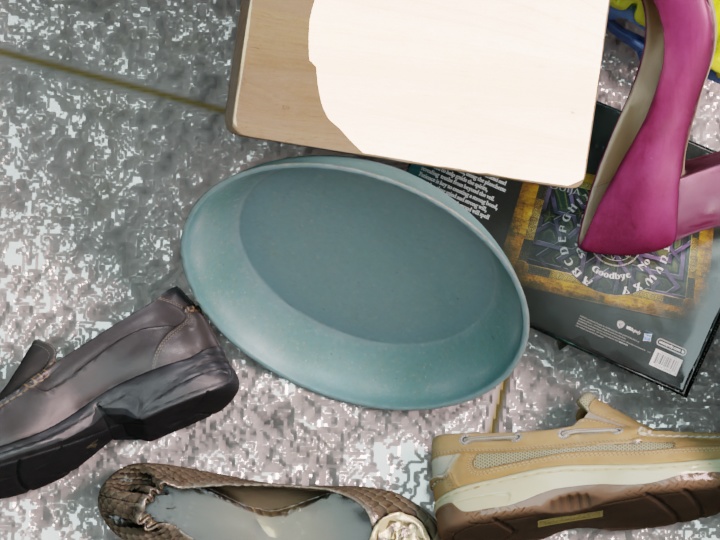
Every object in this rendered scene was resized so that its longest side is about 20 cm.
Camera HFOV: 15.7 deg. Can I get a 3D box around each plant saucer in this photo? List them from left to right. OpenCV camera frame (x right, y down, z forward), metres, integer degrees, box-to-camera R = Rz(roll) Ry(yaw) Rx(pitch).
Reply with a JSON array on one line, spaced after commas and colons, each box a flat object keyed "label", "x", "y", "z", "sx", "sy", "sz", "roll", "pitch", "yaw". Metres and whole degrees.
[{"label": "plant saucer", "x": 0.000, "y": 0.000, "z": 1.443, "sx": 0.199, "sy": 0.200, "sz": 0.036, "roll": 19, "pitch": 51, "yaw": 2}]

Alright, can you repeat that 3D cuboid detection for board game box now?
[{"label": "board game box", "x": 0.122, "y": -0.030, "z": 1.491, "sx": 0.199, "sy": 0.028, "sz": 0.136, "roll": 25, "pitch": 88, "yaw": 14}]

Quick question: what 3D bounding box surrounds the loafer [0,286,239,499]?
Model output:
[{"label": "loafer", "x": -0.172, "y": 0.074, "z": 1.477, "sx": 0.199, "sy": 0.073, "sz": 0.073, "roll": -20, "pitch": 73, "yaw": -14}]

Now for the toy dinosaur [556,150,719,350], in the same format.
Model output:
[{"label": "toy dinosaur", "x": 0.201, "y": -0.022, "z": 1.511, "sx": 0.199, "sy": 0.047, "sz": 0.089, "roll": -14, "pitch": 88, "yaw": 0}]

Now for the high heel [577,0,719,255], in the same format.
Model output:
[{"label": "high heel", "x": 0.148, "y": -0.108, "z": 1.427, "sx": 0.096, "sy": 0.067, "sz": 0.201, "roll": -12, "pitch": 96, "yaw": 1}]

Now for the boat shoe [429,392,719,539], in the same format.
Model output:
[{"label": "boat shoe", "x": 0.138, "y": 0.103, "z": 1.479, "sx": 0.199, "sy": 0.072, "sz": 0.076, "roll": -5, "pitch": 64, "yaw": -6}]

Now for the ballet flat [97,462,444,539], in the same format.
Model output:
[{"label": "ballet flat", "x": -0.050, "y": 0.144, "z": 1.475, "sx": 0.199, "sy": 0.046, "sz": 0.068, "roll": 12, "pitch": 81, "yaw": 1}]

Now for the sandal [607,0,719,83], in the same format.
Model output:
[{"label": "sandal", "x": 0.151, "y": -0.165, "z": 1.507, "sx": 0.200, "sy": 0.087, "sz": 0.080, "roll": 42, "pitch": 69, "yaw": 3}]

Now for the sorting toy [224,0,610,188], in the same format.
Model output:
[{"label": "sorting toy", "x": 0.030, "y": -0.156, "z": 1.412, "sx": 0.199, "sy": 0.070, "sz": 0.200, "roll": 9, "pitch": 89, "yaw": -18}]
